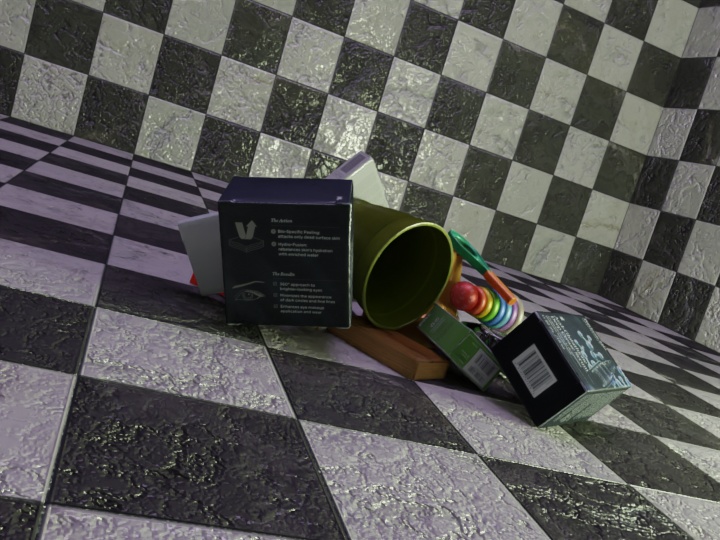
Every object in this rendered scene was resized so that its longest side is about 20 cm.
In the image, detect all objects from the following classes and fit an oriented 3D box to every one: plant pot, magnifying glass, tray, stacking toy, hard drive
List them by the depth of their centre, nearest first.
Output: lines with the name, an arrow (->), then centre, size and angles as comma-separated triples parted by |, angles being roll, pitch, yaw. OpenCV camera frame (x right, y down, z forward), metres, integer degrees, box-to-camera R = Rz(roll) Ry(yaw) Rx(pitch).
hard drive -> -0.185, -0.039, 1.200 | 0.195, 0.135, 0.026 | -11, 23, 10
tray -> 0.047, 0.127, 1.253 | 0.198, 0.038, 0.098 | 27, 12, 39
plant pot -> 0.031, -0.032, 1.318 | 0.198, 0.204, 0.192 | 10, 20, -43
stacking toy -> 0.234, 0.066, 1.410 | 0.085, 0.087, 0.198 | 26, 5, 42
magnifying glass -> 0.235, -0.009, 1.431 | 0.079, 0.022, 0.201 | 18, 30, -52
plant pot -> 0.123, 0.034, 1.485 | 0.196, 0.187, 0.200 | 18, 8, -3

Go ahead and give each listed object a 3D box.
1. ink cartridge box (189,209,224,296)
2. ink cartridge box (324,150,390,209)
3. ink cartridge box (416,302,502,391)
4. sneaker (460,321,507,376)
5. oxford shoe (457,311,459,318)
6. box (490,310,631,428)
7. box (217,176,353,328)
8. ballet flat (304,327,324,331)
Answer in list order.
ink cartridge box -> -0.186, -0.023, 1.266 | 0.196, 0.166, 0.057 | 20, -9, 5
ink cartridge box -> -0.036, -0.096, 1.392 | 0.045, 0.199, 0.178 | 37, -20, 43
ink cartridge box -> 0.164, 0.125, 1.302 | 0.104, 0.059, 0.200 | 45, -2, -23
sneaker -> 0.252, 0.150, 1.385 | 0.084, 0.080, 0.198 | 27, -7, -40
oxford shoe -> 0.160, 0.063, 1.731 | 0.072, 0.086, 0.198 | 11, 13, -47
box -> 0.332, 0.161, 1.208 | 0.198, 0.107, 0.150 | 7, 46, -51
box -> -0.106, -0.029, 1.120 | 0.191, 0.205, 0.118 | 2, 24, 2
ballet flat -> -0.075, 0.066, 1.260 | 0.074, 0.065, 0.201 | 22, 19, -6
